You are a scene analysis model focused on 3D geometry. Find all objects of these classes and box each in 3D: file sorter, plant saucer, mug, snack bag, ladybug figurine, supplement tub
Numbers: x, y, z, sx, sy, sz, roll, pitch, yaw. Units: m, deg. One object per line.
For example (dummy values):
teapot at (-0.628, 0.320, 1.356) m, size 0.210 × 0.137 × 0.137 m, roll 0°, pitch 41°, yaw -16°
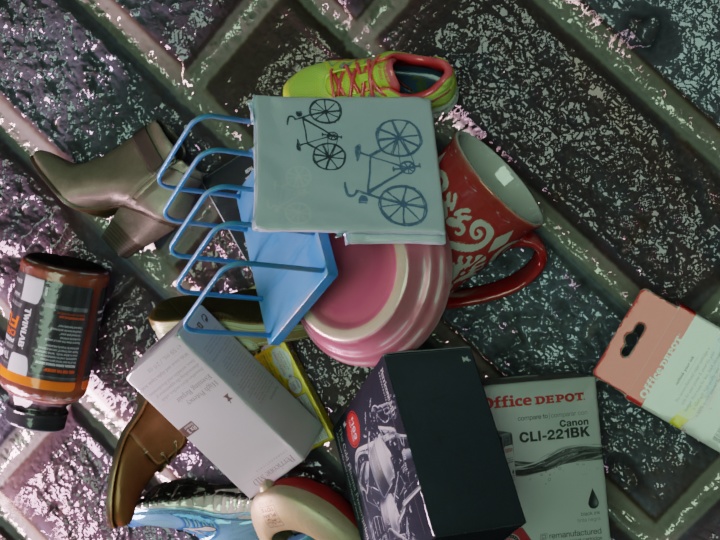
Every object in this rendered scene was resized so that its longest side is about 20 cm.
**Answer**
file sorter at (-0.126, -0.046, 1.383) m, size 0.139 × 0.122 × 0.200 m, roll -49°, pitch 45°, yaw 43°
plant saucer at (0.000, 0.000, 1.382) m, size 0.200 × 0.051 × 0.201 m, roll -4°, pitch 84°, yaw 36°
mug at (0.094, -0.019, 1.433) m, size 0.200 × 0.133 × 0.178 m, roll -42°, pitch 91°, yaw 20°
snack bag at (-0.016, -0.104, 1.353) m, size 0.199 × 0.021 × 0.189 m, roll 0°, pitch 55°, yaw -6°
ladybug figurine at (-0.039, 0.298, 1.470) m, size 0.136 × 0.072 × 0.200 m, roll -20°, pitch 114°, yaw 43°
supplement tub at (-0.365, 0.086, 1.564) m, size 0.107 × 0.107 × 0.200 m, roll 14°, pitch 96°, yaw 12°

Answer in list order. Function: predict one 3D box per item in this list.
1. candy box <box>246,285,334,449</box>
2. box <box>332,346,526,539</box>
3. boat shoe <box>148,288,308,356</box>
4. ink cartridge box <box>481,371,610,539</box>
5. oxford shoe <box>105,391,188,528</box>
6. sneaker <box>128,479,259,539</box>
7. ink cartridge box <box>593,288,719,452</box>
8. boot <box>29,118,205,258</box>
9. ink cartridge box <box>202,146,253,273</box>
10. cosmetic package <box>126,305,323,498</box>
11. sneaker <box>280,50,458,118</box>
candy box at (-0.116, 0.127, 1.549) m, size 0.102 × 0.026 × 0.200 m, roll -28°, pitch 87°, yaw 16°
box at (0.064, 0.209, 1.378) m, size 0.104 × 0.182 × 0.200 m, roll -3°, pitch 60°, yaw -24°
boat shoe at (-0.139, 0.066, 1.507) m, size 0.200 × 0.074 × 0.067 m, roll 0°, pitch 123°, yaw 20°
ink cartridge box at (0.184, 0.214, 1.430) m, size 0.144 × 0.084 × 0.201 m, roll -5°, pitch 87°, yaw -5°
oxford shoe at (-0.239, 0.206, 1.529) m, size 0.071 × 0.071 × 0.200 m, roll 16°, pitch 69°, yaw 8°
sneaker at (-0.185, 0.298, 1.551) m, size 0.200 × 0.078 × 0.090 m, roll -1°, pitch 100°, yaw 16°
ink cartridge box at (0.362, 0.112, 1.417) m, size 0.200 × 0.067 × 0.116 m, roll 31°, pitch 99°, yaw 10°
boot at (-0.277, -0.117, 1.546) m, size 0.200 × 0.070 × 0.146 m, roll 44°, pitch 102°, yaw 11°
ink cartridge box at (-0.052, -0.069, 1.515) m, size 0.198 × 0.043 × 0.200 m, roll -32°, pitch 87°, yaw 12°
cosmetic package at (-0.150, 0.147, 1.470) m, size 0.200 × 0.074 × 0.102 m, roll 46°, pitch 122°, yaw -9°
sneaker at (0.011, -0.206, 1.442) m, size 0.199 × 0.090 × 0.078 m, roll -8°, pitch 79°, yaw -5°
